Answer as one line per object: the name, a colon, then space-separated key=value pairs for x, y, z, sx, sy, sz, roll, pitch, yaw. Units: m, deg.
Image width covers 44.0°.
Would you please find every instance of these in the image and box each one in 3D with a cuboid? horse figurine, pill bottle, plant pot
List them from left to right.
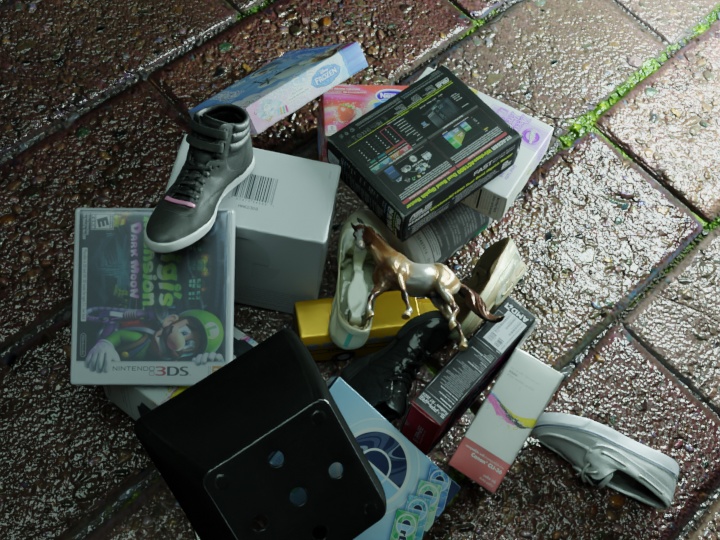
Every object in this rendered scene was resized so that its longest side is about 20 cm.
plant pot: x=-0.085 y=0.199 z=0.892 sx=0.199 sy=0.177 sz=0.201 roll=-31 pitch=102 yaw=-16
horse figurine: x=0.075 y=0.023 z=1.085 sx=0.199 sy=0.050 sz=0.133 roll=17 pitch=40 yaw=-19
pill bottle: x=0.113 y=-0.081 z=1.246 sx=0.200 sy=0.113 sz=0.113 roll=-37 pitch=73 yaw=-23

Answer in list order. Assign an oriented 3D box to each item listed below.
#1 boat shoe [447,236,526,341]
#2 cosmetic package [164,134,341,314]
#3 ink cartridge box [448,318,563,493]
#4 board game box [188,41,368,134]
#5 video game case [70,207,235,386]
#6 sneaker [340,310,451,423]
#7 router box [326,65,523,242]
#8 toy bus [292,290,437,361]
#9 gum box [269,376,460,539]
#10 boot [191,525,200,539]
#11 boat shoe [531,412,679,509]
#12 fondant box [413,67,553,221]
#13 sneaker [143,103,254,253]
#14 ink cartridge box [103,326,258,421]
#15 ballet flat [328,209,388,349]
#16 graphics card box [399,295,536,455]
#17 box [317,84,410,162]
boat shoe: x=0.173 y=0.035 z=1.204 sx=0.065 sy=0.072 sz=0.200 roll=51 pitch=45 yaw=-14
cosmetic package: x=-0.139 y=-0.052 z=1.145 sx=0.198 sy=0.200 sz=0.123 roll=12 pitch=59 yaw=-2
ink cartridge box: x=0.187 y=0.163 z=1.084 sx=0.067 sy=0.116 sz=0.201 roll=31 pitch=88 yaw=11
board game box: x=-0.122 y=-0.259 z=1.274 sx=0.199 sy=0.200 sz=0.044 roll=-38 pitch=116 yaw=-23
video game case: x=-0.234 y=0.030 z=1.010 sx=0.181 sy=0.023 sz=0.201 roll=0 pitch=86 yaw=-1
sneaker: x=0.043 y=0.141 z=1.114 sx=0.199 sy=0.060 sz=0.104 roll=-34 pitch=41 yaw=13
router box: x=0.080 y=-0.150 z=1.119 sx=0.200 sy=0.062 sz=0.150 roll=-35 pitch=66 yaw=-18
toy bus: x=0.013 y=0.070 z=1.171 sx=0.199 sy=0.078 sz=0.065 roll=-6 pitch=63 yaw=-11
gum box: x=-0.011 y=0.253 z=1.037 sx=0.200 sy=0.045 sz=0.170 roll=42 pitch=75 yaw=-7
boot: x=-0.131 y=0.271 z=1.051 sx=0.144 sy=0.073 sz=0.201 roll=-14 pitch=61 yaw=-16
boat shoe: x=0.306 y=0.241 z=1.125 sx=0.199 sy=0.074 sz=0.066 roll=20 pitch=57 yaw=4
fondant box: x=0.138 y=-0.174 z=1.205 sx=0.199 sy=0.058 sz=0.144 roll=30 pitch=61 yaw=13
sneaker: x=-0.181 y=-0.111 z=0.980 sx=0.070 sy=0.099 sz=0.200 roll=19 pitch=48 yaw=15
ink cartridge box: x=-0.190 y=0.136 z=1.067 sx=0.200 sy=0.083 sz=0.146 roll=31 pitch=50 yaw=26
ballet flat: x=0.000 y=0.000 z=1.120 sx=0.069 sy=0.070 sz=0.201 roll=7 pitch=64 yaw=-4
graphics card box: x=0.133 y=0.135 z=1.127 sx=0.051 sy=0.126 sz=0.200 roll=38 pitch=63 yaw=15
box: x=0.039 y=-0.203 z=1.308 sx=0.199 sy=0.103 sz=0.095 roll=-1 pitch=61 yaw=-7
